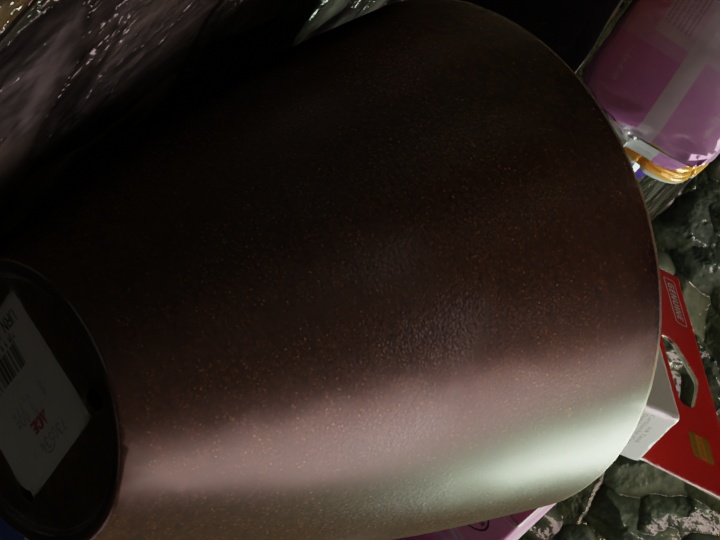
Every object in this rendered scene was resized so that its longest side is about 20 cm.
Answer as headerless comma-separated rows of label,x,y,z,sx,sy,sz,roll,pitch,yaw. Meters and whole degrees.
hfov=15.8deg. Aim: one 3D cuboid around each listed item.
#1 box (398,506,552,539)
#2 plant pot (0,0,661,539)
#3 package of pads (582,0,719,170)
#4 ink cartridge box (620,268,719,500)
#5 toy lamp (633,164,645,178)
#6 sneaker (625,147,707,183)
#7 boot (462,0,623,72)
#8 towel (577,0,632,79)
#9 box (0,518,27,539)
box,0.026,0.078,1.409,0.096,0.176,0.200,-37,171,-28
plant pot,-0.034,0.018,0.866,0.199,0.188,0.187,-18,156,-41
package of pads,0.180,-0.141,1.217,0.201,0.075,0.121,-56,-179,2
ink cartridge box,0.152,0.028,1.524,0.045,0.175,0.201,-48,-147,31
toy lamp,0.162,-0.057,1.911,0.058,0.058,0.200,-37,168,-46
sneaker,0.207,-0.121,1.412,0.200,0.078,0.077,-48,171,-46
boot,0.081,-0.127,1.151,0.189,0.068,0.200,-53,179,4
towel,0.143,-0.129,1.449,0.200,0.036,0.148,-48,178,3
box,-0.129,0.143,1.132,0.048,0.122,0.200,-37,169,-35
